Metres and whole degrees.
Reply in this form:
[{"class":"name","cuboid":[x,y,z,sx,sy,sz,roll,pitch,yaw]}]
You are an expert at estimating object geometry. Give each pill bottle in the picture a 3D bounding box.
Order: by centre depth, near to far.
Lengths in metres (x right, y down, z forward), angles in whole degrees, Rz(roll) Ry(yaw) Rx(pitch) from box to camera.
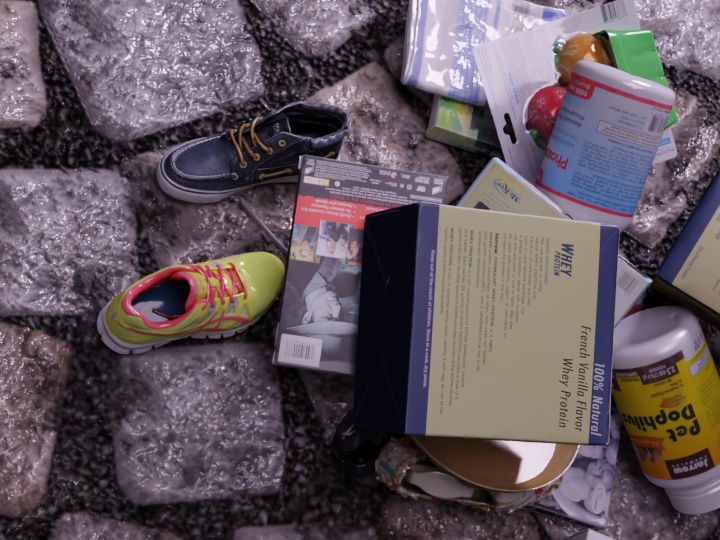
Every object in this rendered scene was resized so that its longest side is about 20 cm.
[{"class":"pill bottle","cuboid":[0.324,0.146,1.496,0.109,0.109,0.201,-33,109,-25]},{"class":"pill bottle","cuboid":[0.242,-0.107,1.501,0.108,0.109,0.202,16,102,-11]}]

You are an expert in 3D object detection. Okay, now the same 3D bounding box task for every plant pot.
[{"class":"plant pot","cuboid":[0.120,0.135,1.419,0.198,0.028,0.201,13,46,-14]}]

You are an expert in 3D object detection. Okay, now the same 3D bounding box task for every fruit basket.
[{"class":"fruit basket","cuboid":[0.235,-0.183,1.588,0.198,0.094,0.187,-19,95,-8]}]

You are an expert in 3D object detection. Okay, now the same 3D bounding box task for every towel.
[{"class":"towel","cuboid":[0.142,-0.250,1.622,0.198,0.024,0.148,13,68,-13]}]

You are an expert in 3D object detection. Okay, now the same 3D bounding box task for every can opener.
[{"class":"can opener","cuboid":[0.054,0.138,1.461,0.199,0.079,0.064,-32,75,-26]}]

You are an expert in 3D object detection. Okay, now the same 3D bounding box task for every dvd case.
[{"class":"dvd case","cuboid":[0.000,0.000,1.380,0.144,0.022,0.202,8,85,-3]}]

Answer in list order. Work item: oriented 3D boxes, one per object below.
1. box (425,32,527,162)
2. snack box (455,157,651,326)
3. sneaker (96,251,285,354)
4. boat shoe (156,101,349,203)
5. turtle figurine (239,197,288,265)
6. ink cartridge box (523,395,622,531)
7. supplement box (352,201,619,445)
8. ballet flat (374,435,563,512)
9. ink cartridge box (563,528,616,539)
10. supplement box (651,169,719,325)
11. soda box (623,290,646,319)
[{"class":"box","cuboid":[0.180,-0.189,1.643,0.198,0.036,0.146,15,66,-10]},{"class":"snack box","cuboid":[0.177,-0.006,1.457,0.200,0.037,0.117,40,102,10]},{"class":"sneaker","cuboid":[-0.157,0.026,1.428,0.199,0.090,0.079,-21,76,-25]},{"class":"boat shoe","cuboid":[-0.110,-0.129,1.496,0.199,0.091,0.071,-11,67,-22]},{"class":"turtle figurine","cuboid":[0.005,-0.006,1.500,0.143,0.199,0.196,-14,95,-44]},{"class":"ink cartridge box","cuboid":[0.176,0.148,1.513,0.198,0.043,0.200,18,68,-10]},{"class":"supplement box","cuboid":[0.112,0.051,1.315,0.198,0.134,0.202,5,86,-20]},{"class":"ballet flat","cuboid":[0.111,0.206,1.414,0.198,0.064,0.076,5,105,-14]},{"class":"ink cartridge box","cuboid":[0.281,0.366,1.440,0.199,0.086,0.147,24,66,-9]},{"class":"supplement box","cuboid":[0.422,0.006,1.510,0.199,0.200,0.135,32,92,10]},{"class":"soda box","cuboid":[0.197,0.016,1.544,0.198,0.070,0.064,16,93,-10]}]
